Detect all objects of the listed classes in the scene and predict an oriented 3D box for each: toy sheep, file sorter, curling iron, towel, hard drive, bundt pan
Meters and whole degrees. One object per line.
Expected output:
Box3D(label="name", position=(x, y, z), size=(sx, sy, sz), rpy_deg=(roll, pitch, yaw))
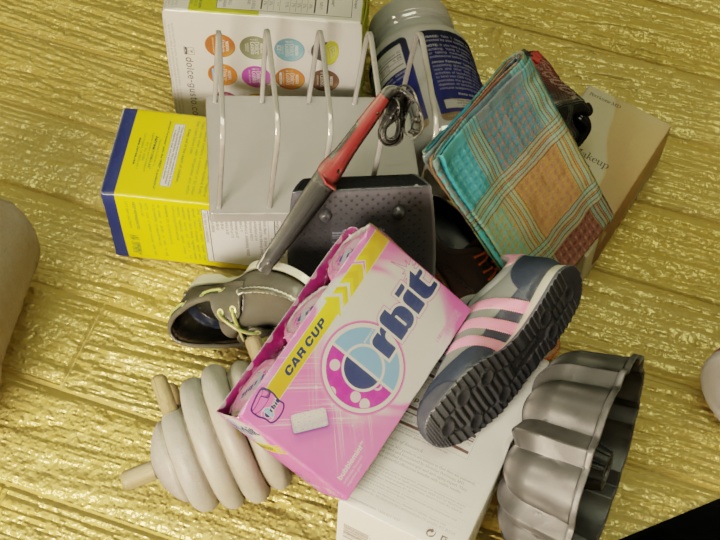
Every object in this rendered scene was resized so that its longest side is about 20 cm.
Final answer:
Box3D(label="toy sheep", position=(-0.114, 0.140, 0.985), size=(0.199, 0.138, 0.139), rpy_deg=(-23, 60, 0))
Box3D(label="file sorter", position=(-0.039, -0.137, 1.037), size=(0.198, 0.125, 0.140), rpy_deg=(-1, 57, -9))
Box3D(label="curling iron", position=(-0.018, -0.075, 0.952), size=(0.050, 0.026, 0.200), rpy_deg=(42, 89, -6))
Box3D(label="towel", position=(0.151, -0.076, 1.028), size=(0.147, 0.200, 0.022), rpy_deg=(-48, 30, -21))
Box3D(label="hard drive", position=(0.000, 0.000, 1.041), size=(0.134, 0.201, 0.042), rpy_deg=(-3, 37, -4))
Box3D(label="bundt pan", position=(0.171, 0.155, 0.951), size=(0.075, 0.202, 0.203), rpy_deg=(17, 58, 22))

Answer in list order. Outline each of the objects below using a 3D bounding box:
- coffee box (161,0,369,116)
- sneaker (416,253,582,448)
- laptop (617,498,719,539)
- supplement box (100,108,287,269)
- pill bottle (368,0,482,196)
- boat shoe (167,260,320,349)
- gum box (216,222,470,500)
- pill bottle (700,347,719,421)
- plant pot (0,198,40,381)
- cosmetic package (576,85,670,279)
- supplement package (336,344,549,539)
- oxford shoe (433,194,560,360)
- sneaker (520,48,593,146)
Box3D(label="coffee box", position=(-0.089, -0.264, 1.197), size=(0.196, 0.200, 0.201), rpy_deg=(4, 56, 0))
Box3D(label="sneaker", position=(0.101, 0.063, 0.957), size=(0.082, 0.070, 0.200), rpy_deg=(22, 57, 43))
Box3D(label="laptop", position=(0.330, 0.307, 0.964), size=(0.186, 0.117, 0.200), rpy_deg=(-17, 31, -13))
Box3D(label="supplement box", position=(-0.142, -0.077, 1.130), size=(0.198, 0.109, 0.110), rpy_deg=(7, 57, 1))
Box3D(label="pill bottle", position=(0.072, -0.188, 1.205), size=(0.115, 0.116, 0.201), rpy_deg=(-8, 58, -7))
Box3D(label="boat shoe", position=(-0.106, 0.038, 1.028), size=(0.072, 0.201, 0.060), rpy_deg=(52, 57, -22))
Box3D(label="gum box", position=(-0.009, 0.069, 0.926), size=(0.113, 0.066, 0.201), rpy_deg=(40, 73, -15))
Box3D(label="pill bottle", position=(0.421, 0.070, 1.056), size=(0.200, 0.114, 0.113), rpy_deg=(-36, 65, -23))
Box3D(label="plant pot", position=(-0.384, 0.024, 1.025), size=(0.199, 0.201, 0.184), rpy_deg=(12, 46, 5))
Box3D(label="cosmetic package", position=(0.228, -0.086, 1.173), size=(0.105, 0.071, 0.200), rpy_deg=(28, 61, 15))
Box3D(label="supplement package", position=(0.071, 0.160, 0.986), size=(0.109, 0.114, 0.201), rpy_deg=(23, 58, 12))
Box3D(label="oxford shoe", position=(0.119, 0.008, 1.108), size=(0.071, 0.073, 0.200), rpy_deg=(-35, 65, -22))
Box3D(label="sneaker", position=(0.183, -0.163, 1.143), size=(0.097, 0.071, 0.201), rpy_deg=(29, 26, -4))
